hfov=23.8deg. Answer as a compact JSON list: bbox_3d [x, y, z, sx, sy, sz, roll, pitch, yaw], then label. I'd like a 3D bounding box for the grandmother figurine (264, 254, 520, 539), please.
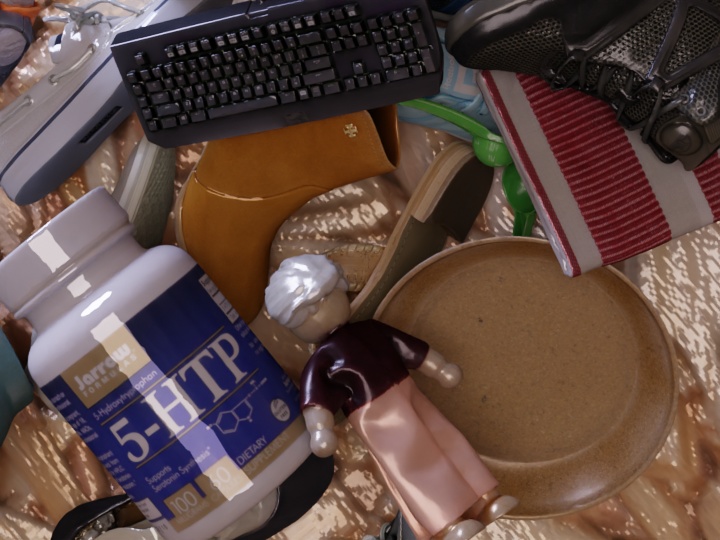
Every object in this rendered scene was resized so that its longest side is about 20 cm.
[{"bbox_3d":[0.008,0.076,1.021,0.061,0.121,0.200,-41,79,38],"label":"grandmother figurine"}]

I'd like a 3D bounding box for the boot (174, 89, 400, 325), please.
[{"bbox_3d":[-0.042,-0.056,1.057,0.144,0.071,0.201,0,111,27],"label":"boot"}]

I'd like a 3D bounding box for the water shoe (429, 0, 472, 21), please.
[{"bbox_3d":[0.078,-0.191,1.062,0.200,0.079,0.072,2,73,4],"label":"water shoe"}]

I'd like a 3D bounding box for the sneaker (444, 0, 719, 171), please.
[{"bbox_3d":[0.151,-0.118,0.999,0.199,0.076,0.114,-4,71,-19],"label":"sneaker"}]

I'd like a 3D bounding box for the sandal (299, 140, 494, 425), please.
[{"bbox_3d":[0.003,0.002,1.107,0.070,0.078,0.212,32,89,33],"label":"sandal"}]

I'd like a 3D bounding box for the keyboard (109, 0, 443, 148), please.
[{"bbox_3d":[-0.055,-0.142,0.986,0.200,0.021,0.127,-10,110,23],"label":"keyboard"}]

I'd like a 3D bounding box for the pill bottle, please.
[{"bbox_3d":[-0.126,0.055,1.019,0.120,0.120,0.200,-39,95,6],"label":"pill bottle"}]

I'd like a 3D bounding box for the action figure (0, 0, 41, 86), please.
[{"bbox_3d":[-0.271,-0.133,1.084,0.105,0.200,0.193,29,103,-38],"label":"action figure"}]

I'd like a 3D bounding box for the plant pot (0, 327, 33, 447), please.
[{"bbox_3d":[-0.290,0.064,1.071,0.134,0.200,0.200,-30,91,-16],"label":"plant pot"}]

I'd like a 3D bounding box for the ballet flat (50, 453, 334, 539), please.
[{"bbox_3d":[-0.112,0.161,1.114,0.200,0.073,0.073,-20,92,5],"label":"ballet flat"}]

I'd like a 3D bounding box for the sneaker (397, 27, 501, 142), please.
[{"bbox_3d":[0.068,-0.114,1.074,0.200,0.082,0.074,5,95,4],"label":"sneaker"}]

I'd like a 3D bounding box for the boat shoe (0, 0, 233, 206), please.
[{"bbox_3d":[-0.175,-0.139,1.103,0.202,0.075,0.086,-43,80,13],"label":"boat shoe"}]

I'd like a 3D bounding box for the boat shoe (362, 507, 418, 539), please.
[{"bbox_3d":[0.026,0.195,1.095,0.062,0.073,0.200,7,109,19],"label":"boat shoe"}]

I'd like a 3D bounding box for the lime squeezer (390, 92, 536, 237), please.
[{"bbox_3d":[0.081,-0.059,1.068,0.071,0.038,0.200,-36,130,-5],"label":"lime squeezer"}]

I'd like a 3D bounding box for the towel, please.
[{"bbox_3d":[0.183,-0.092,1.052,0.200,0.023,0.144,-22,82,-17],"label":"towel"}]

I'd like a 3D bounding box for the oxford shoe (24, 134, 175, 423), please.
[{"bbox_3d":[-0.172,0.001,1.108,0.058,0.075,0.200,22,97,14],"label":"oxford shoe"}]

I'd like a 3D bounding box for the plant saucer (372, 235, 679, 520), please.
[{"bbox_3d":[0.101,0.065,1.085,0.200,0.035,0.200,3,114,8],"label":"plant saucer"}]
